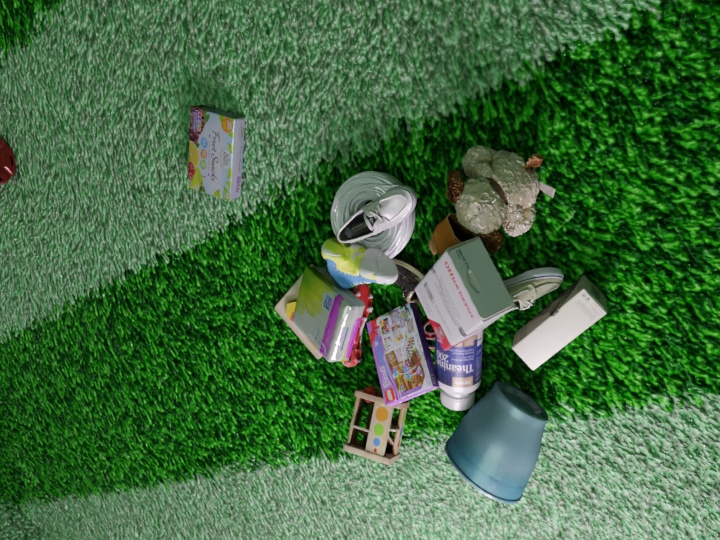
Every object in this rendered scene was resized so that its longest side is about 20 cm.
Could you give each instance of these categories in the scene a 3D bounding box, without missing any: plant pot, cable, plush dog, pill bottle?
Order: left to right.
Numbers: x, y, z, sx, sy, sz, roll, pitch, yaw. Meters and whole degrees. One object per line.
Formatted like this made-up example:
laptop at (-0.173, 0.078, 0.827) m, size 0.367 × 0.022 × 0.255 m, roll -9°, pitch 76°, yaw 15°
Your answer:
plant pot at (-1.221, -0.338, 1.663) m, size 0.188 × 0.201 × 0.209 m, roll -3°, pitch 108°, yaw 17°
cable at (0.028, -0.123, 1.194) m, size 0.194 × 0.069 × 0.206 m, roll 23°, pitch 118°, yaw 17°
pill bottle at (0.221, 0.205, 1.193) m, size 0.107 × 0.111 × 0.208 m, roll 6°, pitch 111°, yaw 23°
plush dog at (0.252, -0.139, 0.993) m, size 0.202 × 0.170 × 0.160 m, roll 52°, pitch 163°, yaw -2°
plant pot at (0.314, 0.364, 1.168) m, size 0.196 × 0.199 × 0.193 m, roll 29°, pitch 105°, yaw 13°

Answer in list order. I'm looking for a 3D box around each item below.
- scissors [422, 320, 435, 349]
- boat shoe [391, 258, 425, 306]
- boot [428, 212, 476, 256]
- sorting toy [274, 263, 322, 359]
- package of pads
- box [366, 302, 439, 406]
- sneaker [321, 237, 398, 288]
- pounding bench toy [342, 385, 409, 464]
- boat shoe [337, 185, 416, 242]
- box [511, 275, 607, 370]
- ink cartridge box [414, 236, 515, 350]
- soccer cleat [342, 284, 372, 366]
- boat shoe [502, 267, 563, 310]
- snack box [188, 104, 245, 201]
scissors at (0.115, 0.158, 1.284) m, size 0.193 × 0.014 × 0.076 m, roll -6°, pitch 105°, yaw 27°
boat shoe at (0.122, 0.040, 1.185) m, size 0.196 × 0.065 × 0.074 m, roll 29°, pitch 159°, yaw 28°
boot at (0.220, -0.014, 1.100) m, size 0.204 × 0.070 × 0.144 m, roll 54°, pitch 163°, yaw 5°
sorting toy at (-0.121, 0.113, 1.370) m, size 0.186 × 0.036 × 0.200 m, roll 47°, pitch 121°, yaw 3°
package of pads at (-0.081, 0.104, 1.254) m, size 0.199 × 0.066 × 0.160 m, roll 39°, pitch 119°, yaw 44°
box at (0.096, 0.194, 1.232) m, size 0.134 × 0.039 × 0.207 m, roll -27°, pitch 63°, yaw 29°
sneaker at (0.000, 0.000, 1.188) m, size 0.196 × 0.076 × 0.107 m, roll 27°, pitch 142°, yaw 26°
pounding bench toy at (0.054, 0.382, 1.341) m, size 0.120 × 0.200 × 0.162 m, roll 10°, pitch 82°, yaw 18°
boat shoe at (0.030, -0.113, 1.116) m, size 0.195 × 0.066 × 0.074 m, roll -22°, pitch 99°, yaw 32°
box at (0.408, 0.109, 1.086) m, size 0.068 × 0.082 × 0.201 m, roll 43°, pitch 119°, yaw 4°
ink cartridge box at (0.195, 0.050, 1.024) m, size 0.148 × 0.081 × 0.201 m, roll 64°, pitch 160°, yaw 15°
soccer cleat at (-0.020, 0.130, 1.287) m, size 0.084 × 0.066 × 0.209 m, roll 15°, pitch 97°, yaw 60°
boat shoe at (0.325, 0.051, 1.079) m, size 0.193 × 0.073 × 0.064 m, roll -17°, pitch 59°, yaw 6°
snack box at (-0.365, -0.296, 1.330) m, size 0.138 × 0.053 × 0.207 m, roll 18°, pitch 115°, yaw 18°
